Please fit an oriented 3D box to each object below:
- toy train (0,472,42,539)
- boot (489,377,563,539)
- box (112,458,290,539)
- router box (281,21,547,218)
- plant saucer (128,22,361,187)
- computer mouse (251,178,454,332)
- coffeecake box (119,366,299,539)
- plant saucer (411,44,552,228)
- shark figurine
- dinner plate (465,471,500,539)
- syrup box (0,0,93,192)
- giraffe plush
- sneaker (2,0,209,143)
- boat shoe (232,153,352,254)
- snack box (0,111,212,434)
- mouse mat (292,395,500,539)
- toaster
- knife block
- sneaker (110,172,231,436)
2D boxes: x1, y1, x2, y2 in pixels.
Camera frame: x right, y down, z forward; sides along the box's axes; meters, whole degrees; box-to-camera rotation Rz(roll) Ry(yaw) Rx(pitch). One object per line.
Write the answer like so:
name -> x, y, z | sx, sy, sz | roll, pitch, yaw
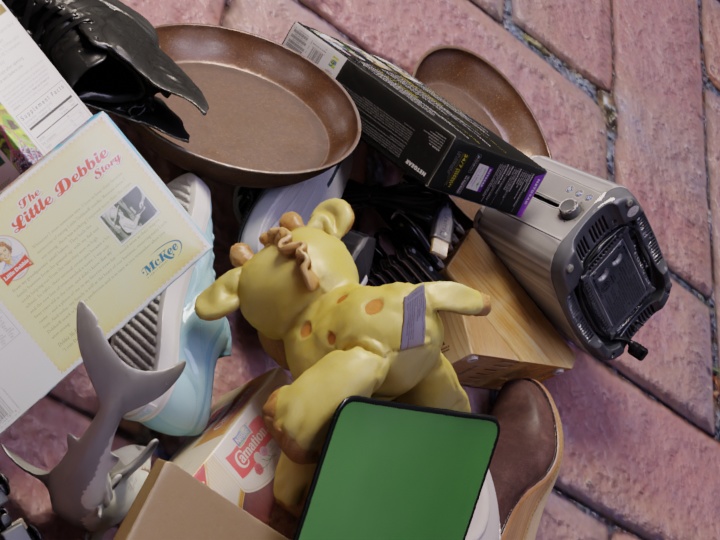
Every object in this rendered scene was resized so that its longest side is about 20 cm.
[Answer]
toy train -> -0.208, 0.190, 1.083 | 0.034, 0.046, 0.200 | -31, 91, -35
boot -> 0.086, 0.143, 1.415 | 0.166, 0.072, 0.200 | 36, 48, -32
box -> -0.115, 0.241, 1.085 | 0.163, 0.021, 0.200 | 40, 71, -37
router box -> 0.040, -0.124, 1.443 | 0.200, 0.051, 0.149 | 39, 15, 34
plant saucer -> -0.099, -0.123, 1.341 | 0.200, 0.035, 0.201 | 14, 34, -10
computer mouse -> 0.000, 0.000, 1.375 | 0.200, 0.140, 0.046 | -70, 157, -47
coffeecake box -> -0.051, 0.195, 1.230 | 0.200, 0.073, 0.154 | 52, 39, -11
plant saucer -> 0.105, -0.113, 1.623 | 0.200, 0.037, 0.201 | 26, 51, -36
shark figurine -> -0.182, 0.116, 1.086 | 0.089, 0.215, 0.128 | 30, 63, 7
dinner plate -> 0.047, 0.148, 1.303 | 0.200, 0.024, 0.201 | 34, 41, -35
syrup box -> -0.230, -0.080, 1.194 | 0.200, 0.079, 0.081 | 52, 40, -12
giraffe plush -> -0.025, 0.044, 1.193 | 0.172, 0.200, 0.162 | -17, 45, -38
sneaker -> -0.203, -0.166, 1.247 | 0.199, 0.060, 0.104 | 26, 27, -22
boat shoe -> -0.065, -0.050, 1.372 | 0.200, 0.071, 0.072 | -58, 139, -55
snack box -> -0.206, 0.004, 1.122 | 0.200, 0.037, 0.116 | -42, 103, -17
mouse mat -> 0.020, 0.167, 1.172 | 0.200, 0.008, 0.161 | 15, 95, -52
toaster -> 0.187, -0.011, 1.539 | 0.114, 0.129, 0.200 | -47, 138, -11
knife block -> 0.087, 0.008, 1.506 | 0.200, 0.064, 0.176 | 11, 61, -44
sneaker -> -0.129, 0.029, 1.256 | 0.082, 0.074, 0.201 | 36, 52, -41
